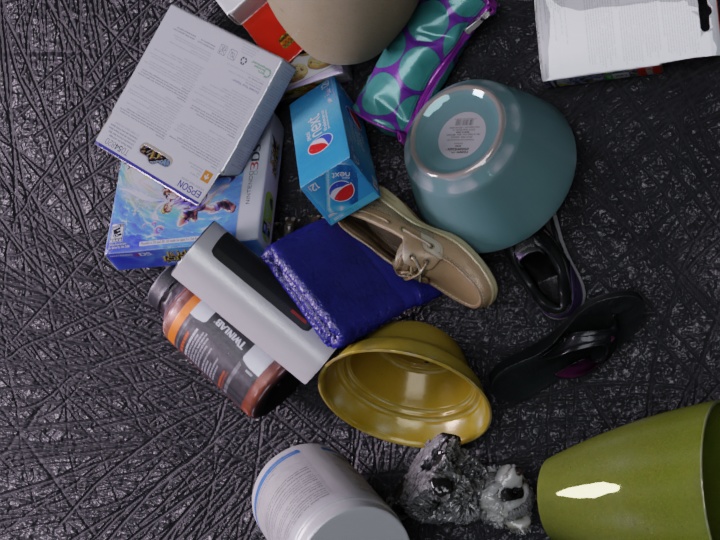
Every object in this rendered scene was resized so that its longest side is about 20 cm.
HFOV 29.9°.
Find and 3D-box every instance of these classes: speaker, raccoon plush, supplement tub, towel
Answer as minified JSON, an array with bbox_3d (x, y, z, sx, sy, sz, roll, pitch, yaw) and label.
[{"bbox_3d":[-0.112,0.038,1.516,0.200,0.081,0.081,40,99,-3],"label":"speaker"},{"bbox_3d":[0.110,0.267,1.545,0.134,0.097,0.200,34,141,-12],"label":"raccoon plush"},{"bbox_3d":[-0.162,0.075,1.606,0.200,0.107,0.107,41,99,14],"label":"supplement tub"},{"bbox_3d":[-0.036,0.283,1.496,0.131,0.200,0.132,-4,104,-17],"label":"supplement tub"},{"bbox_3d":[0.000,0.000,1.528,0.148,0.200,0.050,51,139,16],"label":"towel"}]

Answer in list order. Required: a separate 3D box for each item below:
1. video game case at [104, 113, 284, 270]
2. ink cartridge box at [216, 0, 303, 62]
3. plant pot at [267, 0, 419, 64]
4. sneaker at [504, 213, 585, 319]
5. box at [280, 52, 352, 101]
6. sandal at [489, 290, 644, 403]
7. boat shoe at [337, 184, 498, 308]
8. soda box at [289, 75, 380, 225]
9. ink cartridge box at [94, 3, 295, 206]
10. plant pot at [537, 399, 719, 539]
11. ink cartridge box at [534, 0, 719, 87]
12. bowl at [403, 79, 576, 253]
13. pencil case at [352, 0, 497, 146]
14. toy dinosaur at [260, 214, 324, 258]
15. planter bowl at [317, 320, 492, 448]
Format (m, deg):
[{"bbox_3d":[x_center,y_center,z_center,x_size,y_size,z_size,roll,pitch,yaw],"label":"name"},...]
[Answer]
[{"bbox_3d":[-0.198,-0.097,1.620,0.199,0.045,0.182,-5,59,16],"label":"video game case"},{"bbox_3d":[-0.081,-0.367,1.616,0.200,0.044,0.174,-40,67,6],"label":"ink cartridge box"},{"bbox_3d":[-0.019,-0.313,1.520,0.200,0.200,0.135,14,133,17],"label":"plant pot"},{"bbox_3d":[0.190,-0.040,1.515,0.076,0.088,0.200,-32,79,13],"label":"sneaker"},{"bbox_3d":[-0.109,-0.226,1.639,0.199,0.039,0.042,-14,80,16],"label":"box"},{"bbox_3d":[0.236,0.096,1.501,0.200,0.075,0.048,-37,36,19],"label":"sandal"},{"bbox_3d":[0.061,-0.016,1.496,0.200,0.065,0.071,36,141,16],"label":"boat shoe"},{"bbox_3d":[-0.032,-0.140,1.536,0.068,0.200,0.064,-31,121,13],"label":"soda box"},{"bbox_3d":[-0.200,-0.196,1.614,0.199,0.041,0.200,31,91,31],"label":"ink cartridge box"},{"bbox_3d":[0.298,0.240,1.438,0.199,0.187,0.188,-9,85,31],"label":"plant pot"},{"bbox_3d":[0.300,-0.274,1.514,0.199,0.050,0.109,-6,85,15],"label":"ink cartridge box"},{"bbox_3d":[0.128,-0.132,1.493,0.200,0.105,0.201,-15,60,26],"label":"bowl"},{"bbox_3d":[0.075,-0.248,1.561,0.092,0.085,0.200,37,99,38],"label":"pencil case"},{"bbox_3d":[-0.072,-0.009,1.600,0.199,0.077,0.103,0,81,14],"label":"toy dinosaur"},{"bbox_3d":[0.058,0.115,1.528,0.200,0.201,0.084,5,53,17],"label":"planter bowl"}]
